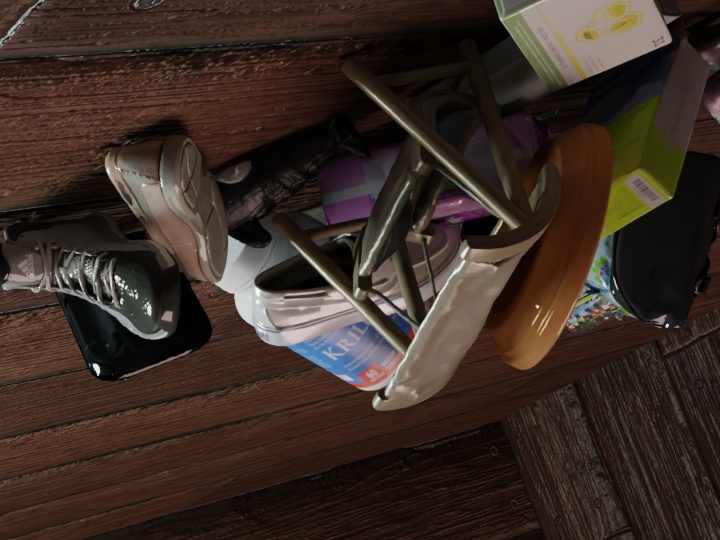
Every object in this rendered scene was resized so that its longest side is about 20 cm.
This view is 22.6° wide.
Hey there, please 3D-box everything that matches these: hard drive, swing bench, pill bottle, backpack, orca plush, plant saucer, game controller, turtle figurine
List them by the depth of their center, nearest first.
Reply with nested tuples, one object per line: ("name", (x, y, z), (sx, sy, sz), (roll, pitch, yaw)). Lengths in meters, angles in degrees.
("swing bench", (0.052, -0.035, 1.399), (0.129, 0.201, 0.200), (-13, 149, -34))
("plant saucer", (0.142, -0.023, 1.422), (0.037, 0.202, 0.200), (17, 159, -9))
("game controller", (-0.190, 0.026, 1.486), (0.103, 0.043, 0.200), (-12, -150, -15))
("hard drive", (0.152, -0.175, 1.491), (0.199, 0.027, 0.131), (-30, 165, 36))
("orca plush", (-0.080, -0.054, 1.516), (0.198, 0.072, 0.105), (-23, 168, 6))
("turtle figurine", (0.384, -0.213, 1.573), (0.199, 0.101, 0.150), (-27, -152, 31))
("pill bottle", (-0.043, 0.018, 1.626), (0.199, 0.113, 0.112), (31, 138, -29))
("backpack", (0.255, -0.038, 1.677), (0.152, 0.165, 0.200), (15, -175, 6))

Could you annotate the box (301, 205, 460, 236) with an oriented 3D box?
("box", (-0.006, -0.021, 1.749), (0.198, 0.096, 0.078), (-19, 169, -5))

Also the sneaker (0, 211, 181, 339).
("sneaker", (-0.220, 0.007, 1.386), (0.114, 0.076, 0.200), (-2, -165, -29))

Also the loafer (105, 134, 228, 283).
("loafer", (-0.148, -0.050, 1.413), (0.062, 0.073, 0.200), (3, 157, 8))

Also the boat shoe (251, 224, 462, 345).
("boat shoe", (0.000, 0.000, 1.530), (0.199, 0.074, 0.066), (-25, 137, -20))

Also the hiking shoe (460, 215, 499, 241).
("hiking shoe", (0.149, -0.028, 1.681), (0.075, 0.101, 0.200), (-6, -150, 25))

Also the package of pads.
("package of pads", (0.072, -0.079, 1.592), (0.198, 0.077, 0.120), (-13, 176, 15))

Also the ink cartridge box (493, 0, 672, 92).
("ink cartridge box", (0.204, -0.212, 1.310), (0.198, 0.048, 0.145), (-22, 157, 14))

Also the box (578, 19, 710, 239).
("box", (0.233, -0.116, 1.565), (0.122, 0.048, 0.201), (-33, -156, 44))

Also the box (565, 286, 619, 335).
("box", (0.260, -0.049, 1.858), (0.038, 0.202, 0.136), (30, 138, -32))

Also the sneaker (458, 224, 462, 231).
("sneaker", (0.123, -0.074, 1.842), (0.076, 0.070, 0.200), (-57, 169, -24))
